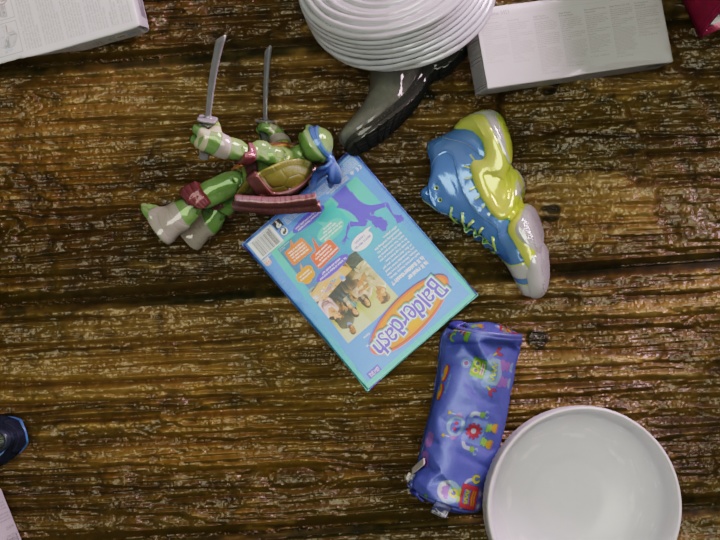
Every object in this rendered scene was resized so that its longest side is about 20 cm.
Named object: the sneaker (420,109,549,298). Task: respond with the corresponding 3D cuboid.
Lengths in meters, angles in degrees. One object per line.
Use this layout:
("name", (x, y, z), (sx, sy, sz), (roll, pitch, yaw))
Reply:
("sneaker", (0.123, -0.058, 1.733), (0.105, 0.076, 0.200), (-18, 81, 14))

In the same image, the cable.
("cable", (0.036, -0.290, 1.677), (0.200, 0.069, 0.200), (4, 61, 20))

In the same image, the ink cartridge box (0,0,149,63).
("ink cartridge box", (-0.335, -0.302, 1.772), (0.200, 0.047, 0.160), (-14, 88, 8))

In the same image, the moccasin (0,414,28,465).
("moccasin", (-0.444, 0.192, 1.749), (0.200, 0.068, 0.081), (-26, 88, 2))

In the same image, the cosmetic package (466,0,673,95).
("cosmetic package", (0.208, -0.232, 1.714), (0.200, 0.051, 0.083), (-9, 90, -13))

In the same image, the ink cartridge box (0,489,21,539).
("ink cartridge box", (-0.377, 0.333, 1.704), (0.083, 0.145, 0.200), (-24, 88, 3))

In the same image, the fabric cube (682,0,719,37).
("fabric cube", (0.390, -0.370, 1.659), (0.200, 0.196, 0.200), (-24, 86, 3))

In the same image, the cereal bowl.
("cereal bowl", (0.215, 0.232, 1.702), (0.200, 0.083, 0.201), (0, 91, -6))

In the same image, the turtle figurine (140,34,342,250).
("turtle figurine", (-0.134, -0.122, 1.706), (0.194, 0.144, 0.200), (-37, 107, 14))

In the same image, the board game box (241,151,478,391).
("board game box", (0.000, 0.000, 1.744), (0.152, 0.045, 0.200), (-40, 86, 1))

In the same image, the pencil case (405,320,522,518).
("pencil case", (0.102, 0.148, 1.718), (0.087, 0.078, 0.200), (14, 88, -20))

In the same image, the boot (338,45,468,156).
("boot", (0.017, -0.220, 1.737), (0.131, 0.068, 0.200), (42, 75, 7))
